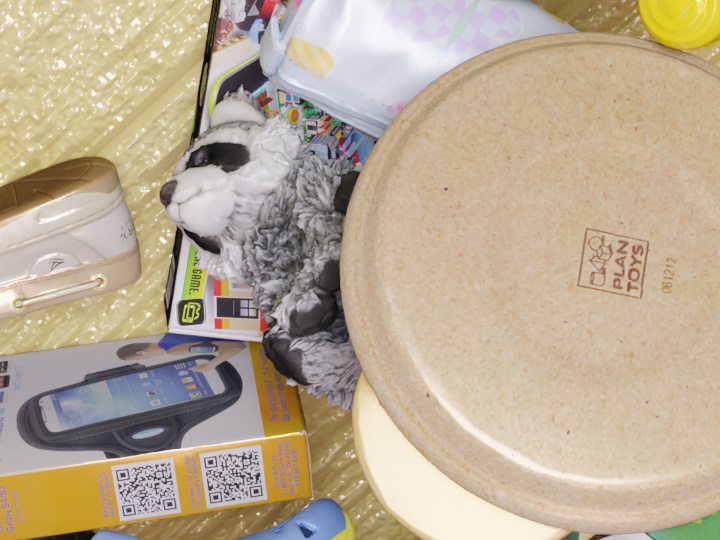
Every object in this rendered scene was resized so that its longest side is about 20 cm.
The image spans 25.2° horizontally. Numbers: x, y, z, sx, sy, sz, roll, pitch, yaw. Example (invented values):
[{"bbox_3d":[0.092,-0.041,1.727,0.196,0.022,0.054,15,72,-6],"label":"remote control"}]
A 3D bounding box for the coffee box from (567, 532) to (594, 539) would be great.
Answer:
[{"bbox_3d":[0.160,0.029,0.695,0.200,0.044,0.123,-31,152,-18],"label":"coffee box"}]

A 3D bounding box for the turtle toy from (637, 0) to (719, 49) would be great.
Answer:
[{"bbox_3d":[0.108,-0.167,0.662,0.200,0.146,0.101,23,118,24],"label":"turtle toy"}]

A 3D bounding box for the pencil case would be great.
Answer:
[{"bbox_3d":[0.057,-0.068,0.681,0.200,0.083,0.091,33,79,-7],"label":"pencil case"}]

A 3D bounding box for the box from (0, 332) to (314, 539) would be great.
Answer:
[{"bbox_3d":[-0.127,0.076,0.763,0.199,0.119,0.042,-6,115,-7],"label":"box"}]

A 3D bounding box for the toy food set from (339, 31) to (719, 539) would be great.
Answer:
[{"bbox_3d":[0.091,0.006,0.601,0.197,0.049,0.200,-4,73,-4],"label":"toy food set"}]

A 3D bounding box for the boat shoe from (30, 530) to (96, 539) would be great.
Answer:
[{"bbox_3d":[-0.113,0.216,0.864,0.063,0.073,0.201,-41,112,19],"label":"boat shoe"}]

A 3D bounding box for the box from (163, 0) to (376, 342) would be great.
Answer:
[{"bbox_3d":[-0.025,-0.061,0.760,0.110,0.035,0.200,6,115,-12],"label":"box"}]

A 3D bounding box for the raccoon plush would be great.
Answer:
[{"bbox_3d":[0.000,0.000,0.723,0.200,0.134,0.097,32,98,-39],"label":"raccoon plush"}]

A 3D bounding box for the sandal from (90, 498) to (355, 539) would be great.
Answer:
[{"bbox_3d":[-0.095,0.148,0.707,0.200,0.087,0.080,-26,157,-17],"label":"sandal"}]

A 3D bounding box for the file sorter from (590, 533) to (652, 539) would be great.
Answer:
[{"bbox_3d":[0.084,0.193,0.666,0.200,0.124,0.139,-22,81,16],"label":"file sorter"}]

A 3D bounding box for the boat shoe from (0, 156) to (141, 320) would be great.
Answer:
[{"bbox_3d":[-0.196,0.015,0.748,0.200,0.074,0.069,-21,112,1],"label":"boat shoe"}]

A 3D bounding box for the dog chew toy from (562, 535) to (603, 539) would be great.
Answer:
[{"bbox_3d":[0.125,0.099,0.821,0.200,0.125,0.125,28,109,-29],"label":"dog chew toy"}]
